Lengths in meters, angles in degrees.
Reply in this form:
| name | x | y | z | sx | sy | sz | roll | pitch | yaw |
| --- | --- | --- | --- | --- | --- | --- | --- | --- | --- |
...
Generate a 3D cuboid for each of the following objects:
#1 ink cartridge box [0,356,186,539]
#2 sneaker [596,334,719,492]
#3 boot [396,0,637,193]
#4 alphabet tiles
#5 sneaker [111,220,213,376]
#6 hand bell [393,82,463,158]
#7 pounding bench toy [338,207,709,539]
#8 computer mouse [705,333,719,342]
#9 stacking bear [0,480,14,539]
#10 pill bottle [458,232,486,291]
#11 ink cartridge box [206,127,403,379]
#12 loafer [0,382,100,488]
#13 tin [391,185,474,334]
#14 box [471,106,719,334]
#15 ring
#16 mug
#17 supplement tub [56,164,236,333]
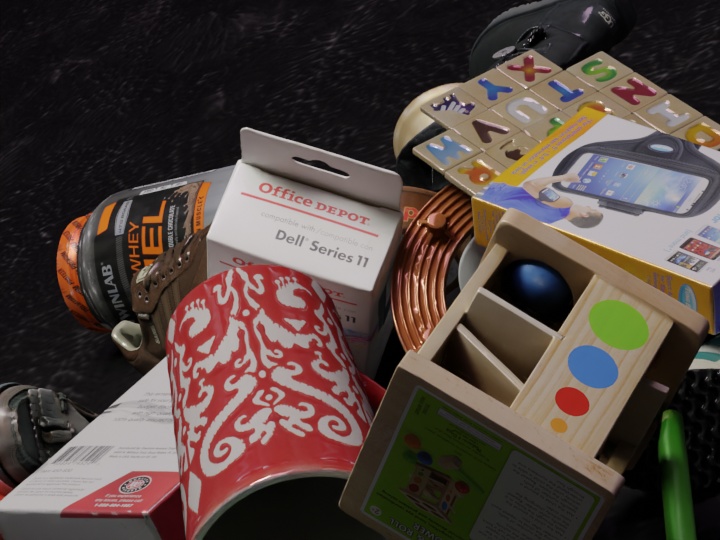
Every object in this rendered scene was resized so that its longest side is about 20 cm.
| name | x | y | z | sx | sy | sz | roll | pitch | yaw |
| --- | --- | --- | --- | --- | --- | --- | --- | --- | --- |
| ink cartridge box | -0.113 | 0.132 | 1.545 | 0.146 | 0.083 | 0.200 | -4 | 27 | 41 |
| sneaker | 0.219 | 0.069 | 1.387 | 0.199 | 0.071 | 0.093 | -26 | 2 | -2 |
| boot | 0.090 | -0.114 | 1.691 | 0.165 | 0.066 | 0.200 | -31 | 15 | 51 |
| alphabet tiles | 0.138 | -0.080 | 1.539 | 0.166 | 0.006 | 0.200 | -27 | 45 | -27 |
| sneaker | -0.129 | 0.015 | 1.725 | 0.071 | 0.075 | 0.200 | -56 | -5 | -46 |
| hand bell | 0.082 | -0.048 | 1.834 | 0.104 | 0.104 | 0.200 | -20 | 33 | 10 |
| pounding bench toy | 0.122 | 0.089 | 1.260 | 0.200 | 0.124 | 0.156 | 30 | 47 | 9 |
| computer mouse | 0.134 | 0.044 | 1.443 | 0.200 | 0.046 | 0.141 | -29 | 61 | -15 |
| stacking bear | -0.277 | 0.165 | 1.617 | 0.113 | 0.122 | 0.200 | -12 | 23 | -27 |
| pill bottle | 0.145 | -0.036 | 1.637 | 0.119 | 0.120 | 0.200 | -10 | 23 | 33 |
| ink cartridge box | -0.037 | 0.000 | 1.564 | 0.117 | 0.200 | 0.068 | 17 | 60 | 8 |
| loafer | -0.198 | 0.111 | 1.619 | 0.063 | 0.072 | 0.200 | -10 | -11 | 9 |
| tin | 0.000 | 0.000 | 1.675 | 0.200 | 0.112 | 0.042 | -39 | 38 | 52 |
| box | 0.179 | -0.030 | 1.426 | 0.200 | 0.042 | 0.119 | 20 | 44 | 37 |
| ring | 0.118 | 0.010 | 1.506 | 0.199 | 0.019 | 0.201 | -2 | 61 | 3 |
| mug | -0.035 | 0.110 | 1.405 | 0.133 | 0.177 | 0.200 | -40 | 36 | 18 |
| supplement tub | -0.132 | -0.013 | 1.884 | 0.199 | 0.123 | 0.123 | -12 | 22 | 31 |
